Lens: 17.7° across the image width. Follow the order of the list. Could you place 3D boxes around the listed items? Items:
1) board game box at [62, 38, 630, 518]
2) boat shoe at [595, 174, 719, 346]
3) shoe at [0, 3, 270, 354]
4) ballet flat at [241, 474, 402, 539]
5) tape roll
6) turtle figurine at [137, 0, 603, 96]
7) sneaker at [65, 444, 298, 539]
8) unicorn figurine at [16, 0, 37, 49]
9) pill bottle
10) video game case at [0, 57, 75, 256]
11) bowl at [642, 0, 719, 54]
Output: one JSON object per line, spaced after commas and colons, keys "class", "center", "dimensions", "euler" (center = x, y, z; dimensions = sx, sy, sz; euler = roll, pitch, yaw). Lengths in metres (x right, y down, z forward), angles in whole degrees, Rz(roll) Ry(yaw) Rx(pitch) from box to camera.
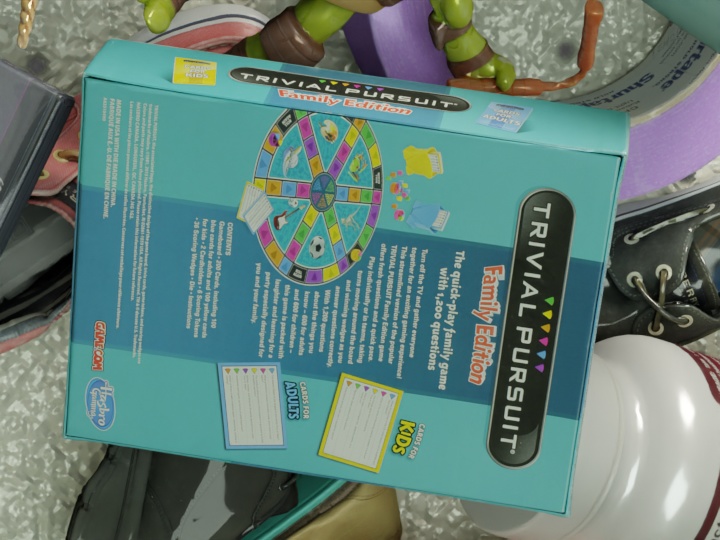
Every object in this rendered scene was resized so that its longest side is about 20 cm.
{"class": "board game box", "center": [-0.008, 0.003, 0.877], "dimensions": [0.199, 0.047, 0.152], "euler": [9, 114, 4]}
{"class": "boat shoe", "center": [0.142, -0.001, 1.034], "dimensions": [0.199, 0.057, 0.069], "euler": [-26, 108, -7]}
{"class": "shoe", "center": [-0.106, -0.033, 0.947], "dimensions": [0.200, 0.091, 0.072], "euler": [-36, 109, -3]}
{"class": "ballet flat", "center": [-0.067, 0.147, 1.017], "dimensions": [0.199, 0.069, 0.063], "euler": [-30, 124, -4]}
{"class": "tape roll", "center": [0.091, -0.132, 0.986], "dimensions": [0.199, 0.066, 0.201], "euler": [-3, 104, -12]}
{"class": "turtle figurine", "center": [-0.005, -0.127, 0.892], "dimensions": [0.161, 0.065, 0.200], "euler": [-21, 135, 13]}
{"class": "sneaker", "center": [-0.063, 0.062, 0.973], "dimensions": [0.090, 0.076, 0.201], "euler": [16, 89, -3]}
{"class": "unicorn figurine", "center": [-0.087, -0.198, 0.789], "dimensions": [0.137, 0.074, 0.201], "euler": [-20, 104, 8]}
{"class": "pill bottle", "center": [0.144, 0.093, 1.007], "dimensions": [0.199, 0.113, 0.113], "euler": [18, 99, -32]}
{"class": "video game case", "center": [-0.226, -0.049, 0.902], "dimensions": [0.199, 0.019, 0.143], "euler": [28, 96, 13]}
{"class": "bowl", "center": [0.134, -0.179, 0.867], "dimensions": [0.105, 0.201, 0.202], "euler": [15, 100, 2]}
